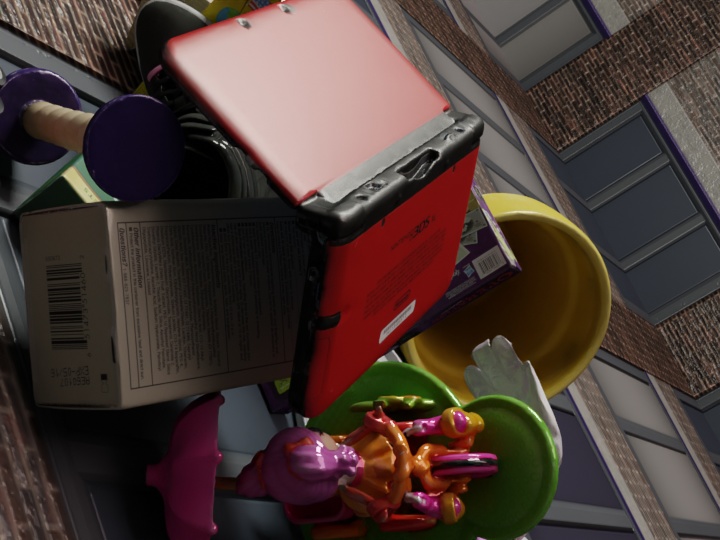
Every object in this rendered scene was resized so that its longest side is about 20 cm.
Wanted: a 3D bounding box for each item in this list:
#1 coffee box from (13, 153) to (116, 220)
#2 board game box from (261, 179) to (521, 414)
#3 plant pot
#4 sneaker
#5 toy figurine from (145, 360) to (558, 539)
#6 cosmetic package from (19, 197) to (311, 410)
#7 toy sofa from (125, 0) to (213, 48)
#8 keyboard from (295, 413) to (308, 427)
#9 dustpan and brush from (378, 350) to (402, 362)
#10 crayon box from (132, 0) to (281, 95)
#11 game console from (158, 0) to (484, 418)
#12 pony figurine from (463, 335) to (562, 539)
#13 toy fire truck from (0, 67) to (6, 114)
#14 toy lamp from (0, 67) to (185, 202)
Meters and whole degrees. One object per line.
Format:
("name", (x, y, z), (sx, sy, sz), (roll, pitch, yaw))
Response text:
("coffee box", (-0.138, -0.033, 0.803), (0.123, 0.044, 0.200), (54, 18, -13))
("board game box", (0.000, 0.000, 0.861), (0.121, 0.199, 0.032), (63, 18, 17))
("plant pot", (0.115, 0.009, 1.198), (0.201, 0.200, 0.189), (49, 4, -24))
("sneaker", (-0.109, -0.101, 0.801), (0.201, 0.070, 0.099), (66, 13, 12))
("toy figurine", (-0.021, 0.116, 0.684), (0.183, 0.199, 0.151), (11, 71, -50))
("cosmetic package", (-0.083, 0.013, 0.684), (0.199, 0.073, 0.104), (-4, 90, -52))
("toy sofa", (-0.078, -0.169, 0.970), (0.200, 0.098, 0.083), (39, 45, 4))
("keyboard", (-0.020, 0.147, 0.871), (0.056, 0.011, 0.201), (42, 24, -41))
("dustpan and brush", (0.007, 0.069, 0.991), (0.139, 0.057, 0.200), (38, 15, -48))
("crayon box", (-0.072, -0.128, 0.885), (0.051, 0.200, 0.127), (-29, 86, -45))
("game console", (-0.021, -0.046, 0.685), (0.118, 0.174, 0.200), (20, 28, 19))
("pony figurine", (0.088, 0.166, 0.839), (0.194, 0.166, 0.200), (60, 12, 20))
("toy fire truck", (-0.251, -0.116, 0.633), (0.141, 0.049, 0.201), (42, 24, -40))
("toy lamp", (-0.157, -0.078, 0.666), (0.058, 0.058, 0.200), (45, -15, -33))
